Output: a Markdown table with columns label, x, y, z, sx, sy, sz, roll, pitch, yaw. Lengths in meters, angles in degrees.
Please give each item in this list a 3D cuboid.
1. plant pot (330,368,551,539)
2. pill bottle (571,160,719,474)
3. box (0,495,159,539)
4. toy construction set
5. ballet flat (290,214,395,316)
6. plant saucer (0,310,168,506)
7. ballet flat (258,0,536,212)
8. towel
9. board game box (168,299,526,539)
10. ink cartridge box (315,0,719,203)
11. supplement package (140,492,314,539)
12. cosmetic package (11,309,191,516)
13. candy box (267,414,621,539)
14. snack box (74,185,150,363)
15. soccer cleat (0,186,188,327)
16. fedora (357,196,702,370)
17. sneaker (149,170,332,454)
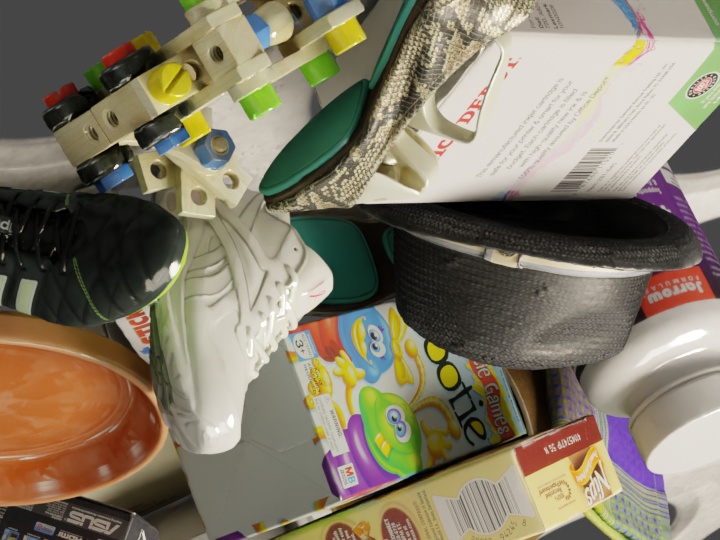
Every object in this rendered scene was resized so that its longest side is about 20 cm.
| label | x | y | z | sx | sy | sz | roll | pitch | yaw |
| --- | --- | --- | --- | --- | --- | --- | --- | --- | --- |
| plant pot | 0.101 | 0.102 | 1.531 | 0.200 | 0.186 | 0.186 | -12 | 154 | -49 |
| pill bottle | 0.174 | 0.021 | 1.385 | 0.111 | 0.200 | 0.111 | -19 | 153 | -10 |
| box | -0.239 | 0.196 | 1.327 | 0.200 | 0.161 | 0.049 | 14 | 162 | 21 |
| toy construction set | -0.079 | -0.094 | 1.116 | 0.131 | 0.092 | 0.200 | -35 | 172 | -37 |
| ballet flat | 0.000 | 0.000 | 1.365 | 0.200 | 0.067 | 0.062 | -7 | 158 | -29 |
| plant saucer | -0.205 | 0.073 | 1.214 | 0.200 | 0.032 | 0.200 | -2 | 149 | -1 |
| ballet flat | 0.022 | -0.079 | 1.106 | 0.075 | 0.068 | 0.200 | 30 | 132 | -11 |
| towel | 0.162 | 0.083 | 1.470 | 0.023 | 0.200 | 0.144 | -20 | 140 | 26 |
| board game box | -0.008 | 0.083 | 1.322 | 0.105 | 0.103 | 0.200 | -24 | 174 | 36 |
| ink cartridge box | 0.098 | -0.110 | 1.215 | 0.200 | 0.084 | 0.145 | -2 | 147 | -36 |
| supplement package | -0.090 | 0.199 | 1.487 | 0.120 | 0.121 | 0.200 | -24 | -169 | 1 |
| cosmetic package | -0.165 | 0.089 | 1.385 | 0.104 | 0.073 | 0.200 | -26 | 154 | 7 |
| candy box | 0.042 | 0.150 | 1.330 | 0.200 | 0.055 | 0.115 | -24 | 174 | 29 |
| snack box | -0.122 | 0.024 | 1.298 | 0.024 | 0.072 | 0.200 | -19 | 153 | 2 |
| soccer cleat | -0.176 | -0.014 | 1.114 | 0.200 | 0.068 | 0.081 | 3 | 162 | 36 |
| fedora | 0.092 | 0.002 | 1.289 | 0.201 | 0.201 | 0.092 | -2 | 110 | -35 |
| sneaker | -0.063 | 0.015 | 1.184 | 0.099 | 0.200 | 0.078 | 0 | 134 | -6 |
